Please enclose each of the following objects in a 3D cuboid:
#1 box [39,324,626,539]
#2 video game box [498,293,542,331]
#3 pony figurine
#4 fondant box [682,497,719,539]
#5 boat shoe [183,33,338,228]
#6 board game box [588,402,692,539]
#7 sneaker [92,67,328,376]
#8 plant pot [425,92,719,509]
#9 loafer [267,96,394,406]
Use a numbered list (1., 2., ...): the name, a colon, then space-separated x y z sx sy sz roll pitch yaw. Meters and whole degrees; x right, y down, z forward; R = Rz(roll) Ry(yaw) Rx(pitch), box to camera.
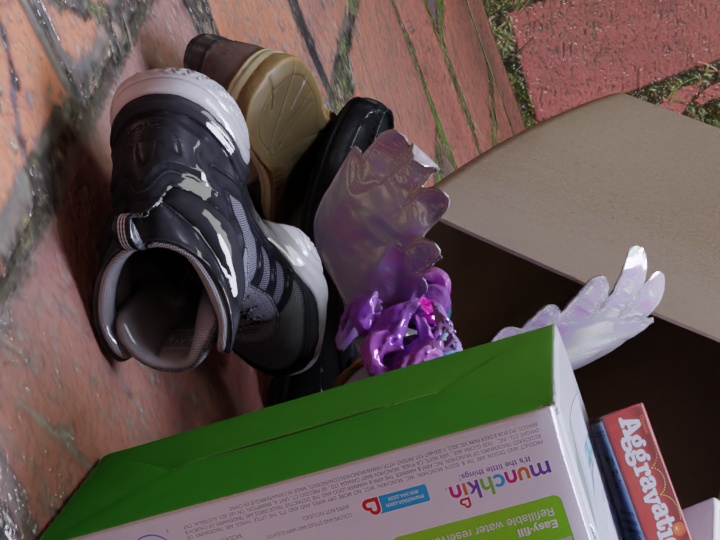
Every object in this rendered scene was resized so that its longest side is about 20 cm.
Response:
1. box: 0.006 0.141 0.555 0.097 0.198 0.178 -62 133 -72
2. video game box: 0.073 0.072 1.034 0.200 0.046 0.184 -3 -75 65
3. pony figurine: 0.023 0.049 0.690 0.166 0.193 0.201 31 54 -14
4. fondant box: 0.146 0.232 0.737 0.058 0.144 0.202 25 57 -20
5. boat shoe: -0.055 -0.083 0.864 0.065 0.073 0.200 36 -14 17
6. board game box: 0.116 0.114 0.636 0.200 0.019 0.104 80 -8 -82
7. sneaker: -0.071 0.012 0.685 0.201 0.075 0.115 67 23 -45
8. plant pot: 0.156 0.018 0.839 0.177 0.198 0.201 -46 148 -34
9. loafer: 0.000 0.000 0.850 0.068 0.070 0.203 37 61 -70
